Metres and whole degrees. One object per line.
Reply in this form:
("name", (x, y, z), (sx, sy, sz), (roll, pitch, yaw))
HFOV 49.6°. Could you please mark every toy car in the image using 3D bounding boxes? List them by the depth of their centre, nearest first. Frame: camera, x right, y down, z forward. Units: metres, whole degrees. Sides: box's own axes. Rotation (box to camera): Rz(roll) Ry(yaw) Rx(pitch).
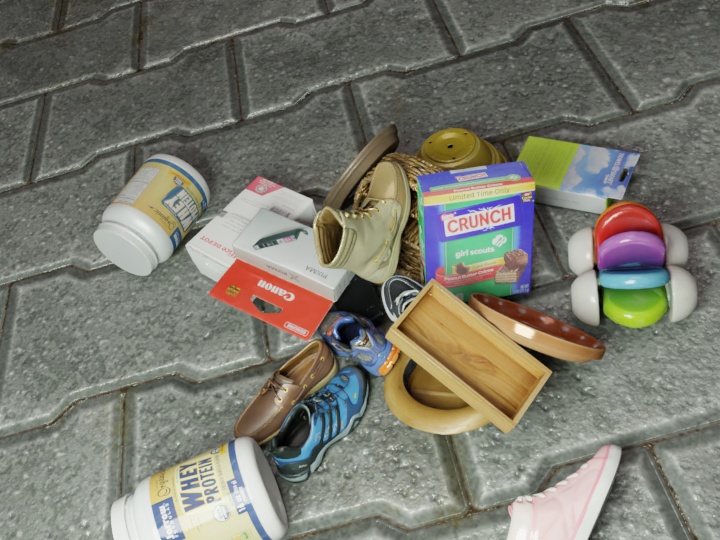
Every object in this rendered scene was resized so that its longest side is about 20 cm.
("toy car", (0.398, -0.017, 1.147), (0.175, 0.150, 0.200), (-3, 49, 14))

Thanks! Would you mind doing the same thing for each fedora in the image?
("fedora", (0.135, 0.168, 1.110), (0.200, 0.082, 0.201), (-15, 43, 14))

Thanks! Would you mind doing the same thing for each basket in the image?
("basket", (0.079, -0.093, 1.310), (0.200, 0.143, 0.149), (30, 64, 32))

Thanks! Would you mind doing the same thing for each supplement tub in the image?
("supplement tub", (-0.212, 0.323, 1.035), (0.200, 0.145, 0.145), (-23, 47, -4))
("supplement tub", (-0.389, -0.104, 1.460), (0.144, 0.145, 0.200), (12, 55, 25))

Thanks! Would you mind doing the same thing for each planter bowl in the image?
("planter bowl", (0.169, -0.200, 1.420), (0.200, 0.084, 0.201), (-8, 48, 9))

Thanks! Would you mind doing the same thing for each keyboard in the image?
("keyboard", (0.000, 0.000, 1.301), (0.127, 0.021, 0.200), (-32, 56, 18))

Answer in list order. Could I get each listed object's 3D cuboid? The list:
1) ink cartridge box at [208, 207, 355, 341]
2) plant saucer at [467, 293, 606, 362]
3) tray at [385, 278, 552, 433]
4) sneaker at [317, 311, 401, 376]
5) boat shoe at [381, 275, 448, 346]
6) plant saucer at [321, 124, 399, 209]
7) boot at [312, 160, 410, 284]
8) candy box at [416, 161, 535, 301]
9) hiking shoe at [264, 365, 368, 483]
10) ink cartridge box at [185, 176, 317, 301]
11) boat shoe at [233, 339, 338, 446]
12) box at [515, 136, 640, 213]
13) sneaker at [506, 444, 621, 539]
("ink cartridge box", (-0.124, 0.001, 1.267), (0.200, 0.044, 0.174), (23, 57, 19))
("plant saucer", (0.245, 0.083, 1.101), (0.200, 0.200, 0.032), (25, 100, 32))
("tray", (0.141, 0.111, 1.025), (0.200, 0.037, 0.099), (39, 62, 8))
("sneaker", (-0.014, 0.093, 1.186), (0.075, 0.078, 0.200), (-55, 29, -11))
("boat shoe", (0.079, 0.059, 1.134), (0.072, 0.068, 0.200), (-28, 41, -1))
("plant saucer", (0.005, -0.176, 1.396), (0.029, 0.200, 0.200), (41, 66, 3))
("boot", (0.001, -0.089, 1.211), (0.073, 0.155, 0.201), (6, 84, 40))
("candy box", (0.175, -0.054, 1.188), (0.169, 0.200, 0.077), (-8, 33, -3))
("hiking shoe", (-0.054, 0.210, 1.125), (0.074, 0.087, 0.200), (19, 57, 29))
("ink cartridge box", (-0.190, -0.059, 1.403), (0.145, 0.085, 0.200), (26, 59, 32))
("boat shoe", (-0.120, 0.181, 1.182), (0.072, 0.068, 0.200), (31, 64, 35))
("box", (0.369, -0.166, 1.355), (0.200, 0.048, 0.122), (14, 56, 26))
("sneaker", (0.248, 0.288, 0.975), (0.104, 0.075, 0.200), (23, 64, 26))
